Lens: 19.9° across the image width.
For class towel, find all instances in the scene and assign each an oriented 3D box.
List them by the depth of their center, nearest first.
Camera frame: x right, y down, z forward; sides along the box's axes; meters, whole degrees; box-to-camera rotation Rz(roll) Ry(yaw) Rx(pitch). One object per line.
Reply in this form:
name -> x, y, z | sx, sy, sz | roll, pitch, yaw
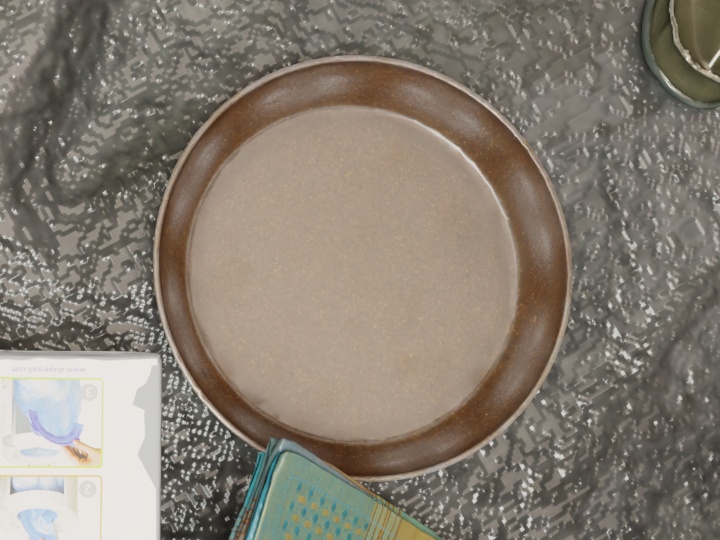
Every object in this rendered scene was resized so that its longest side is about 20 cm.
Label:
towel -> -0.007, 0.173, 0.884 | 0.200, 0.022, 0.147 | 37, 71, -46

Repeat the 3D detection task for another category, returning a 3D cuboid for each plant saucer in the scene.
plant saucer -> 0.000, 0.000, 0.963 | 0.200, 0.034, 0.200 | 2, 80, -12

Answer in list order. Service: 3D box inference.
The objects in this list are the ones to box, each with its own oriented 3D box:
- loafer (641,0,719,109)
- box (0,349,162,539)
loafer -> 0.211, -0.168, 1.018 | 0.075, 0.070, 0.200 | 36, 75, -6
box -> -0.142, 0.139, 0.867 | 0.101, 0.112, 0.200 | 2, 82, -15
